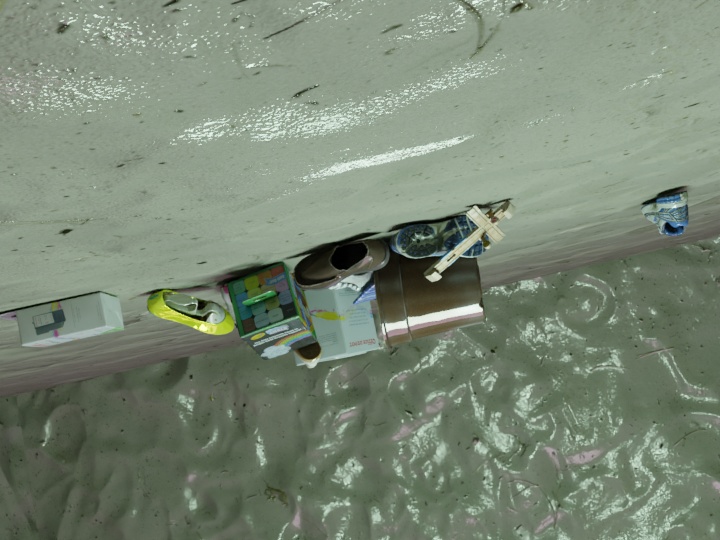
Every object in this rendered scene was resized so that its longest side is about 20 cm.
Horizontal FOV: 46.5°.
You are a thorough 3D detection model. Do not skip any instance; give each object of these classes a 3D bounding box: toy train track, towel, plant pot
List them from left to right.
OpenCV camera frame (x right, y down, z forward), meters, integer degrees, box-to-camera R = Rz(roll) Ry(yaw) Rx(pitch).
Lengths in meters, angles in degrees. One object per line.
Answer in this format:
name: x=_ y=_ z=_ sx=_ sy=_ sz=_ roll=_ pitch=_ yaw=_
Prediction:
towel: x=0.086 y=0.007 z=1.792 sx=0.200 sy=0.024 sz=0.145 roll=-42 pitch=165 yaw=26
plant pot: x=0.137 y=0.042 z=1.629 sx=0.197 sy=0.202 sz=0.200 roll=-8 pitch=174 yaw=6
toy train track: x=0.197 y=-0.045 z=1.487 sx=0.200 sy=0.033 sz=0.115 roll=-41 pitch=136 yaw=14

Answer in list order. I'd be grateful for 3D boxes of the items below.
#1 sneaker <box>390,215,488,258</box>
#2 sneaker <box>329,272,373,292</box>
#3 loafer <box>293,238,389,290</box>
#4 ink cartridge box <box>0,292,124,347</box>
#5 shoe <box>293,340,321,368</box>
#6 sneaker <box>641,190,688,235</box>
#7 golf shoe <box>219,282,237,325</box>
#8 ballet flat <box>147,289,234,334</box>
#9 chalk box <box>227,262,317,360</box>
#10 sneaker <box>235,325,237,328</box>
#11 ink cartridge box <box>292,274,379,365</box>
sneaker: x=0.144 y=-0.060 z=1.551 sx=0.199 sy=0.078 sz=0.085 roll=-1 pitch=179 yaw=-26
sneaker: x=0.000 y=0.000 z=1.751 sx=0.081 sy=0.076 sz=0.200 roll=-27 pitch=167 yaw=32
loafer: x=-0.047 y=-0.020 z=1.543 sx=0.199 sy=0.073 sz=0.071 roll=-21 pitch=160 yaw=24
ink cartridge box: x=-0.555 y=0.097 z=1.550 sx=0.199 sy=0.068 sz=0.117 roll=-12 pitch=173 yaw=-1
shoe: x=-0.138 y=0.117 z=1.763 sx=0.070 sy=0.201 sz=0.053 roll=-23 pitch=152 yaw=-9
sneaker: x=0.681 y=-0.115 z=1.863 sx=0.077 sy=0.086 sz=0.200 roll=-12 pitch=174 yaw=8
golf shoe: x=-0.252 y=0.070 z=1.776 sx=0.075 sy=0.092 sz=0.200 roll=-11 pitch=171 yaw=-3
ballet flat: x=-0.331 y=0.081 z=1.687 sx=0.199 sy=0.067 sz=0.067 roll=19 pitch=139 yaw=-33
chalk box: x=-0.178 y=0.075 z=1.644 sx=0.124 sy=0.124 sz=0.200 roll=-20 pitch=154 yaw=2
sneaker: x=-0.255 y=0.104 z=2.178 sx=0.079 sy=0.078 sz=0.199 roll=-18 pitch=-171 yaw=-43
ink cartridge box: x=-0.068 y=0.098 z=1.849 sx=0.144 sy=0.201 sz=0.145 roll=-16 pitch=172 yaw=30
